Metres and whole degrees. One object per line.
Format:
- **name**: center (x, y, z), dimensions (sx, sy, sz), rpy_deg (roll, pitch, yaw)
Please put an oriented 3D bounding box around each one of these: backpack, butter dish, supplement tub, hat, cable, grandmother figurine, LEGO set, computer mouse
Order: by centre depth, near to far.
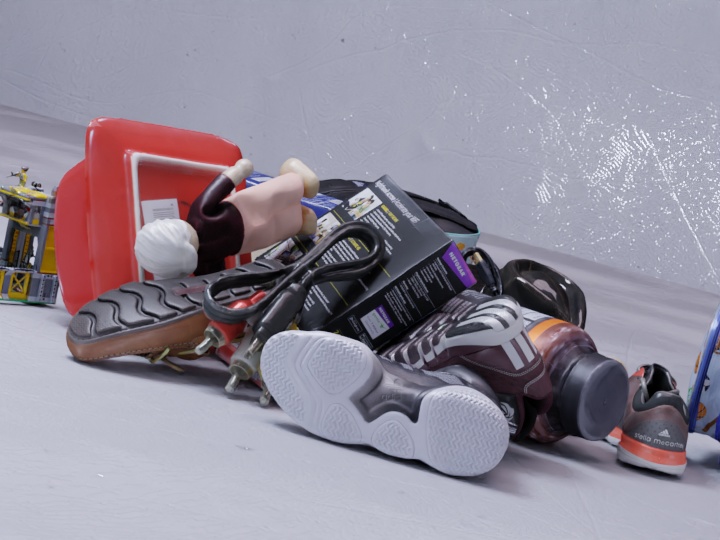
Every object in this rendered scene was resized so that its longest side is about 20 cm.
- **cable**: center (-0.061, 0.018, 1.491), dimensions (0.097, 0.050, 0.200), rpy_deg (39, 48, 2)
- **supplement tub**: center (0.131, 0.084, 1.575), dimensions (0.199, 0.108, 0.107), rpy_deg (20, 9, 41)
- **grandmother figurine**: center (-0.116, -0.035, 1.575), dimensions (0.060, 0.122, 0.200), rpy_deg (7, 17, 37)
- **butter dish**: center (-0.203, -0.020, 1.624), dimensions (0.147, 0.201, 0.199), rpy_deg (-11, -10, 37)
- **backpack**: center (0.371, 0.098, 1.631), dimensions (0.153, 0.201, 0.190), rpy_deg (9, 12, 9)
- **computer mouse**: center (0.148, 0.059, 1.659), dimensions (0.200, 0.058, 0.034), rpy_deg (54, -7, 17)
- **LEGO set**: center (-0.354, -0.046, 1.666), dimensions (0.153, 0.117, 0.200), rpy_deg (8, 8, -39)
- **hat**: center (0.170, 0.046, 1.731), dimensions (0.200, 0.081, 0.201), rpy_deg (28, 31, -19)
- **backpack**: center (0.029, -0.019, 2.060), dimensions (0.199, 0.154, 0.176), rpy_deg (0, 12, -20)

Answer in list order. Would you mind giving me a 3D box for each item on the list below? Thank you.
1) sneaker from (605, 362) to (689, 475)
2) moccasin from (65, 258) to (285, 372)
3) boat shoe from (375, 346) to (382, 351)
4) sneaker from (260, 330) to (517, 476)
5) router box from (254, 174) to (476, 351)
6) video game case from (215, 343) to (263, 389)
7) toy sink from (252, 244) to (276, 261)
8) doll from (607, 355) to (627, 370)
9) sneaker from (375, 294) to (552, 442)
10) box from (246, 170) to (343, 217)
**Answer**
- **sneaker**: center (0.259, 0.121, 1.612), dimensions (0.077, 0.082, 0.200), rpy_deg (12, 6, -4)
- **moccasin**: center (-0.145, 0.045, 1.498), dimensions (0.201, 0.078, 0.074), rpy_deg (-16, 37, -36)
- **boat shoe**: center (0.051, 0.065, 1.727), dimensions (0.199, 0.065, 0.072), rpy_deg (28, 29, -17)
- **sneaker**: center (0.025, 0.098, 1.399), dimensions (0.199, 0.076, 0.114), rpy_deg (21, 7, 13)
- **router box**: center (0.000, 0.000, 1.606), dimensions (0.051, 0.149, 0.200), rpy_deg (58, -3, -25)
- **video game case**: center (-0.025, 0.096, 1.544), dimensions (0.142, 0.018, 0.200), rpy_deg (10, 7, -25)
- **toy sink**: center (-0.117, -0.007, 1.836), dimensions (0.199, 0.113, 0.130), rpy_deg (15, 6, 21)
- **doll**: center (0.195, 0.090, 1.900), dimensions (0.136, 0.049, 0.199), rpy_deg (24, -2, -43)
- **sneaker**: center (0.087, 0.094, 1.500), dimensions (0.076, 0.116, 0.200), rpy_deg (-38, 10, -27)
- **box**: center (-0.099, -0.078, 1.843), dimensions (0.199, 0.033, 0.121), rpy_deg (21, 7, 10)
